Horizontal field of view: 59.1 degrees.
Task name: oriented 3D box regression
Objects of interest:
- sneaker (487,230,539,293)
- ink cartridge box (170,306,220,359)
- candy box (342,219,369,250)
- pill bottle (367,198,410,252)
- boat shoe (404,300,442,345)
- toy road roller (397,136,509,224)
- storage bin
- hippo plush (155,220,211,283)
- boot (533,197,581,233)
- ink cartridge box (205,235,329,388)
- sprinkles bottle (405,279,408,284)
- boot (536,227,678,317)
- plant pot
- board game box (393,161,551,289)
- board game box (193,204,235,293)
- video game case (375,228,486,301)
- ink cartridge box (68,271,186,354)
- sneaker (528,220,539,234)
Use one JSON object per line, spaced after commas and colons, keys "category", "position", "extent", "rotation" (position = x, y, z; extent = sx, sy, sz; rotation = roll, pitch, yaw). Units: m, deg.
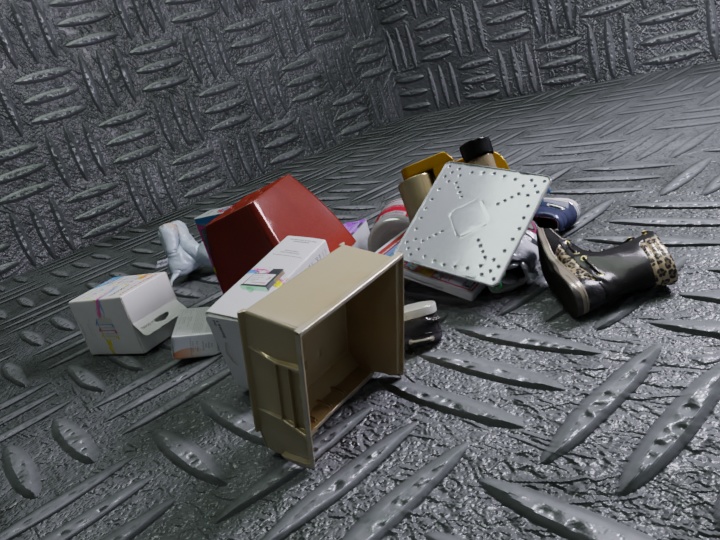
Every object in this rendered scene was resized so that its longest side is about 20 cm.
{"category": "sneaker", "position": [0.197, -0.027, 1.033], "extent": [0.198, 0.076, 0.115], "rotation": [8, 31, 10]}
{"category": "ink cartridge box", "position": [-0.247, 0.110, 1.200], "extent": [0.198, 0.051, 0.162], "rotation": [-1, 15, -9]}
{"category": "candy box", "position": [-0.092, -0.039, 1.409], "extent": [0.198, 0.072, 0.168], "rotation": [-10, 20, 22]}
{"category": "pill bottle", "position": [0.084, -0.082, 1.308], "extent": [0.111, 0.113, 0.200], "rotation": [-12, 18, 16]}
{"category": "boat shoe", "position": [0.020, 0.097, 0.922], "extent": [0.198, 0.061, 0.074], "rotation": [-16, 4, 1]}
{"category": "toy road roller", "position": [0.181, -0.150, 1.178], "extent": [0.198, 0.124, 0.146], "rotation": [-20, -7, 13]}
{"category": "storage bin", "position": [-0.036, 0.098, 0.763], "extent": [0.093, 0.200, 0.200], "rotation": [15, 33, 31]}
{"category": "hippo plush", "position": [-0.428, -0.064, 1.657], "extent": [0.159, 0.161, 0.200], "rotation": [-14, 17, 11]}
{"category": "boot", "position": [0.312, -0.105, 1.221], "extent": [0.199, 0.073, 0.090], "rotation": [1, 20, 43]}
{"category": "ink cartridge box", "position": [-0.117, 0.064, 0.951], "extent": [0.083, 0.146, 0.200], "rotation": [7, 39, 34]}
{"category": "sprinkles bottle", "position": [0.000, 0.000, 1.216], "extent": [0.199, 0.069, 0.068], "rotation": [0, 24, 42]}
{"category": "boot", "position": [0.345, -0.017, 0.918], "extent": [0.149, 0.074, 0.200], "rotation": [-16, 26, 6]}
{"category": "plant pot", "position": [-0.164, -0.055, 1.169], "extent": [0.199, 0.177, 0.200], "rotation": [-19, 19, 38]}
{"category": "board game box", "position": [0.178, -0.077, 1.013], "extent": [0.199, 0.026, 0.201], "rotation": [18, 70, 40]}
{"category": "board game box", "position": [-0.246, -0.036, 1.336], "extent": [0.146, 0.202, 0.064], "rotation": [-8, 18, 28]}
{"category": "video game case", "position": [0.133, -0.015, 1.103], "extent": [0.199, 0.018, 0.143], "rotation": [20, 35, 27]}
{"category": "ink cartridge box", "position": [-0.468, 0.087, 1.304], "extent": [0.198, 0.126, 0.128], "rotation": [-6, 21, 33]}
{"category": "sneaker", "position": [0.244, -0.079, 1.167], "extent": [0.199, 0.075, 0.081], "rotation": [4, 57, 51]}
